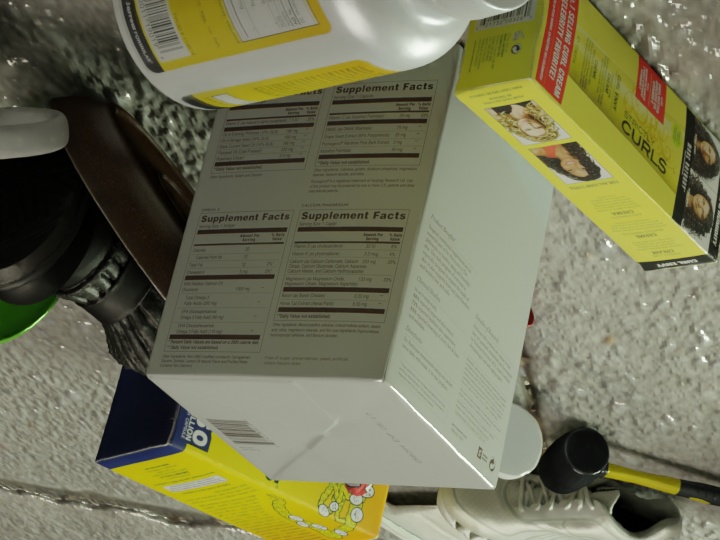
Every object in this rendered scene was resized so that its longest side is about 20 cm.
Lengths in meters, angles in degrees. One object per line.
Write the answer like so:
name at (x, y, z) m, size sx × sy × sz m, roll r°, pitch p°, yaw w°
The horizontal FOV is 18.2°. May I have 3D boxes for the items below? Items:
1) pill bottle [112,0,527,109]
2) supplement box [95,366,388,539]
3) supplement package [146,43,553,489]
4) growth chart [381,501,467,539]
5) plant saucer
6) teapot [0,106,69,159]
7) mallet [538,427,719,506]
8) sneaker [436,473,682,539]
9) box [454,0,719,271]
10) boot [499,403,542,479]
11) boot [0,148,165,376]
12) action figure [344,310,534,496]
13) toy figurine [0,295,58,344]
pill bottle at (-0.015, -0.144, 1.057) m, size 0.199 × 0.113 × 0.112 m, roll -8°, pitch 149°, yaw 41°
supplement box at (-0.082, 0.126, 1.711) m, size 0.199 × 0.110 × 0.109 m, roll 28°, pitch 153°, yaw -30°
supplement package at (0.000, 0.000, 1.260) m, size 0.150 × 0.201 × 0.152 m, roll 0°, pitch 153°, yaw 28°
growth chart at (0.096, 0.223, 1.948) m, size 0.199 × 0.018 × 0.145 m, roll -3°, pitch 152°, yaw 34°
plant saucer at (-0.114, -0.028, 1.339) m, size 0.032 × 0.201 × 0.200 m, roll -36°, pitch 143°, yaw 5°
teapot at (-0.278, -0.088, 1.291) m, size 0.145 × 0.201 × 0.198 m, roll -13°, pitch 152°, yaw -41°
mallet at (0.231, 0.166, 1.725) m, size 0.199 × 0.041 × 0.066 m, roll 17°, pitch 157°, yaw -18°
sneaker at (0.160, 0.188, 1.782) m, size 0.199 × 0.076 × 0.081 m, roll 14°, pitch 143°, yaw -6°
box at (0.126, -0.077, 1.181) m, size 0.050 × 0.076 × 0.200 m, roll -8°, pitch 148°, yaw 37°
boot at (0.033, 0.096, 1.631) m, size 0.199 × 0.074 × 0.095 m, roll 34°, pitch 159°, yaw -26°
boot at (-0.159, 0.006, 1.345) m, size 0.079 × 0.211 × 0.158 m, roll -25°, pitch 111°, yaw 12°
action figure at (0.041, 0.085, 1.518) m, size 0.065 × 0.052 × 0.200 m, roll 18°, pitch 130°, yaw -22°
toy figurine at (-0.302, -0.004, 1.477) m, size 0.150 × 0.200 × 0.184 m, roll 50°, pitch 157°, yaw -16°
